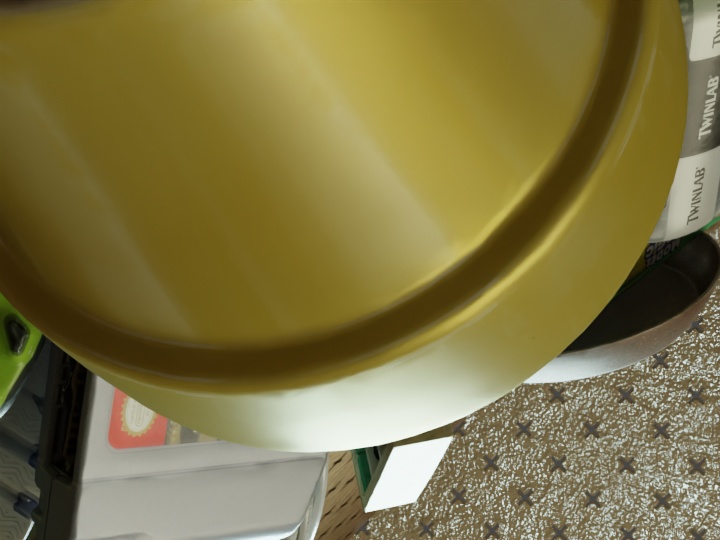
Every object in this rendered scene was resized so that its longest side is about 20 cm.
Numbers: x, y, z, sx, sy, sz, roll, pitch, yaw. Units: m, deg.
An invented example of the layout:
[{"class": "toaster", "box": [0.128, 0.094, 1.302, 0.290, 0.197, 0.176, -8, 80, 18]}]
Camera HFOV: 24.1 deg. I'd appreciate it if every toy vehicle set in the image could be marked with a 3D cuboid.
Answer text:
[{"class": "toy vehicle set", "box": [0.000, 0.000, 0.779, 0.026, 0.201, 0.124, -9, 160, -9]}]

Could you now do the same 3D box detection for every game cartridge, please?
[{"class": "game cartridge", "box": [-0.057, 0.017, 0.672, 0.133, 0.041, 0.201, -3, 107, -44]}]

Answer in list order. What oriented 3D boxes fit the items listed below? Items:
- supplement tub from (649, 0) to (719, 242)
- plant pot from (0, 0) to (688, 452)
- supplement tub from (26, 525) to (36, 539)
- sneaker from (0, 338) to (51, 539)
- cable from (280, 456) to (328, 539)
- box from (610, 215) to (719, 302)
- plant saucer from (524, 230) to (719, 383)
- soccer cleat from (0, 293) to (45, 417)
[{"class": "supplement tub", "box": [0.164, -0.126, 0.961, 0.122, 0.122, 0.201, -38, 143, -34]}, {"class": "plant pot", "box": [-0.031, -0.074, 0.404, 0.201, 0.201, 0.189, -44, 155, -2]}, {"class": "supplement tub", "box": [-0.171, 0.178, 0.899, 0.145, 0.145, 0.200, -52, 168, 33]}, {"class": "sneaker", "box": [-0.131, 0.038, 0.747, 0.200, 0.080, 0.115, -53, -177, 5]}, {"class": "cable", "box": [-0.060, 0.063, 0.833, 0.069, 0.201, 0.200, 2, 164, -9]}, {"class": "box", "box": [0.164, -0.057, 1.078, 0.200, 0.117, 0.049, -34, 140, -36]}, {"class": "plant saucer", "box": [0.130, 0.019, 1.065, 0.200, 0.200, 0.035, -36, 122, -40]}, {"class": "soccer cleat", "box": [-0.193, 0.065, 0.651, 0.200, 0.067, 0.081, -50, -168, 3]}]
